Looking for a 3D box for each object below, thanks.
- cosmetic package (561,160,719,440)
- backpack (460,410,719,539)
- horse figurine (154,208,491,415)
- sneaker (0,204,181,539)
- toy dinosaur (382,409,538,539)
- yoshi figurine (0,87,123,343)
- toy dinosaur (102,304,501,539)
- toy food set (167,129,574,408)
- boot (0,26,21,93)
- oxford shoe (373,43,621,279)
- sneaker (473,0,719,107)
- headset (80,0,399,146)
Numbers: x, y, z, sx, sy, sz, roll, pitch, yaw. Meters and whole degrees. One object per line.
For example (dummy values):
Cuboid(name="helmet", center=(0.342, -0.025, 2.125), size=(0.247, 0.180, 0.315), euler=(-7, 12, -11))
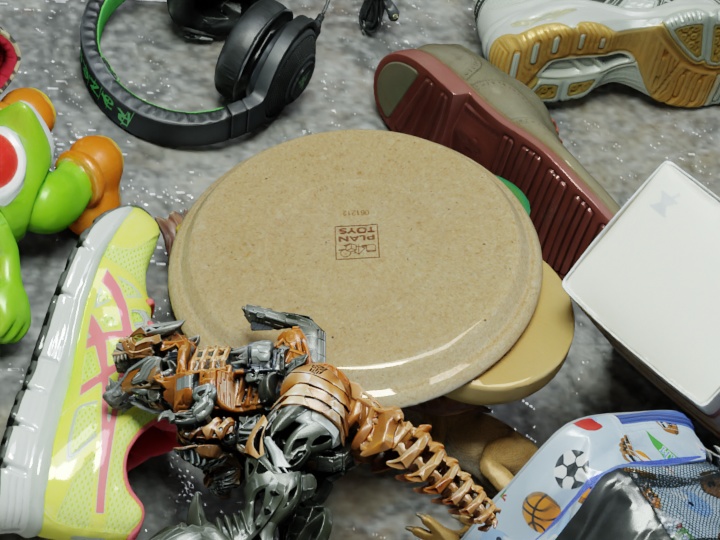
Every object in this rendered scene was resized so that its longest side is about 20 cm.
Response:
Cuboid(name="cosmetic package", center=(0.181, 0.024, 1.477), size=(0.103, 0.200, 0.087), euler=(42, 90, 18))
Cuboid(name="backpack", center=(0.141, 0.161, 1.363), size=(0.190, 0.200, 0.155), euler=(6, 48, -41))
Cuboid(name="horse figurine", center=(-0.018, 0.021, 1.495), size=(0.199, 0.050, 0.133), euler=(7, 50, 9))
Cuboid(name="sneaker", center=(-0.125, 0.058, 1.429), size=(0.090, 0.078, 0.201), euler=(18, 57, -4))
Cuboid(name="toy dinosaur", center=(0.078, 0.105, 1.467), size=(0.199, 0.061, 0.106), euler=(27, 45, 5))
Cuboid(name="yoshi figurine", center=(-0.210, -0.013, 1.464), size=(0.200, 0.112, 0.113), euler=(-39, 110, -55))
Cuboid(name="toy dinosaur", center=(-0.036, 0.085, 1.329), size=(0.199, 0.102, 0.136), euler=(8, 68, 41))
Cuboid(name="toy food set", center=(0.000, 0.000, 1.448), size=(0.199, 0.049, 0.199), euler=(-15, 48, -11))
Cuboid(name="boot", center=(-0.292, -0.127, 1.503), size=(0.199, 0.074, 0.150), euler=(-9, 31, -35))
Cuboid(name="oxford shoe", center=(0.100, -0.068, 1.625), size=(0.075, 0.071, 0.200), euler=(-26, 63, -42))
Cuboid(name="sneaker", center=(0.162, -0.153, 1.721), size=(0.199, 0.076, 0.088), euler=(2, 41, -25))
Cuboid(name="headset", center=(-0.067, -0.137, 1.640), size=(0.199, 0.094, 0.124), euler=(-26, 65, -18))
